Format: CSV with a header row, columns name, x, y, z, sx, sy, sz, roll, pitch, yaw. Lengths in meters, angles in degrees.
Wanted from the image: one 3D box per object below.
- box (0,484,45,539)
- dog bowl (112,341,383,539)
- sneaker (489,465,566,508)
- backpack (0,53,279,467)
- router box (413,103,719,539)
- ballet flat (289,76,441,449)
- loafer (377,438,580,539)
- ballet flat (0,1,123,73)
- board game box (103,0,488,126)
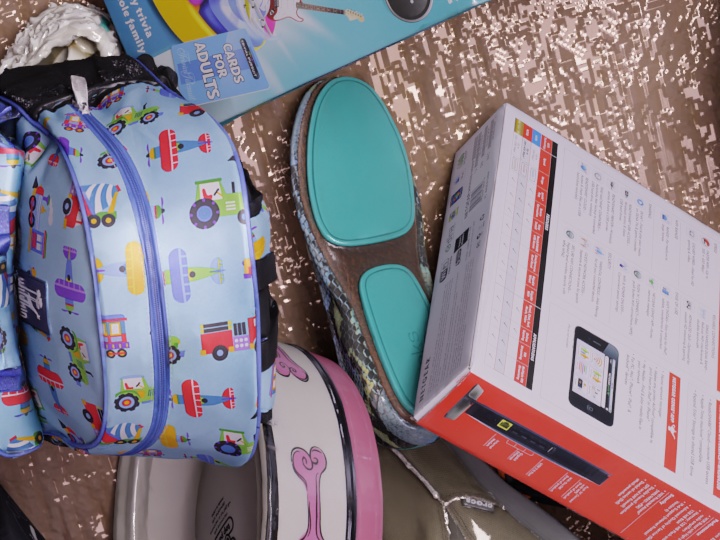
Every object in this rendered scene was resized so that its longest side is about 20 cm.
name,x,y,z,sx,sy,sz,roll,pitch,yaw
box,-0.178,0.208,1.230,0.106,0.200,0.122,-36,108,-2
dog bowl,-0.056,0.124,1.247,0.074,0.200,0.201,5,103,-27
sneaker,0.151,0.104,1.336,0.199,0.090,0.070,5,102,-13
backpack,-0.116,0.004,1.121,0.134,0.200,0.183,-8,108,-22
router box,0.123,0.034,1.261,0.179,0.200,0.049,30,131,-17
ballet flat,0.000,0.000,1.276,0.074,0.074,0.201,-9,69,-10
loafer,0.037,0.129,1.281,0.070,0.200,0.075,-41,156,-34
ballet flat,-0.183,-0.047,1.226,0.072,0.072,0.200,32,88,-18
board game box,-0.040,-0.163,1.171,0.200,0.047,0.151,-22,93,38
